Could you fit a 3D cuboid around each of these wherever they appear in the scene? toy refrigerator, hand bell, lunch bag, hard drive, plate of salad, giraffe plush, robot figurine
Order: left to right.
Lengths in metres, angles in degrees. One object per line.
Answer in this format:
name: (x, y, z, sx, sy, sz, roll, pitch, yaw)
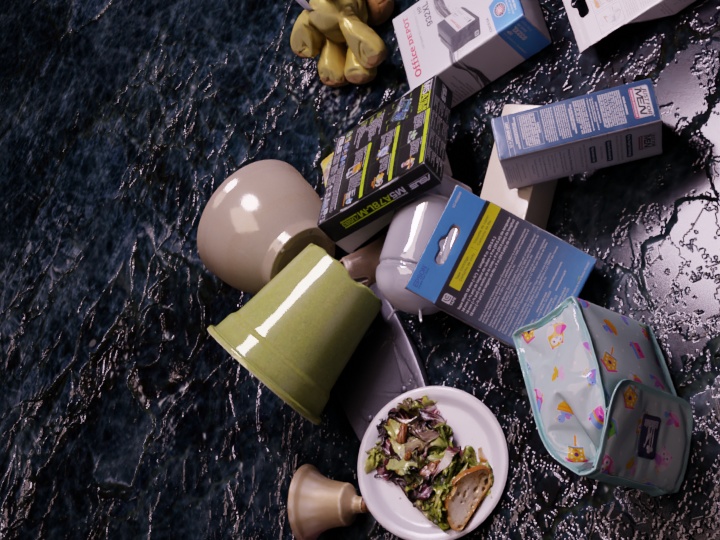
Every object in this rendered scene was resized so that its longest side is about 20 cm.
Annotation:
giraffe plush: (-0.016, -0.410, 1.855, 0.171, 0.201, 0.163, -2, 41, 44)
hand bell: (0.015, 0.307, 1.561, 0.198, 0.104, 0.105, -5, 68, 26)
hard drive: (0.022, 0.130, 1.644, 0.135, 0.042, 0.201, -42, 49, 20)
robot figurine: (0.087, -0.027, 1.593, 0.169, 0.112, 0.202, -8, 62, 64)
plate of salad: (0.087, 0.241, 1.502, 0.198, 0.048, 0.202, -7, 68, 17)
toy refrigerator: (0.212, -0.111, 1.569, 0.075, 0.070, 0.202, 7, 77, 36)
lunch bag: (0.277, 0.148, 1.324, 0.122, 0.169, 0.202, -38, 51, 32)

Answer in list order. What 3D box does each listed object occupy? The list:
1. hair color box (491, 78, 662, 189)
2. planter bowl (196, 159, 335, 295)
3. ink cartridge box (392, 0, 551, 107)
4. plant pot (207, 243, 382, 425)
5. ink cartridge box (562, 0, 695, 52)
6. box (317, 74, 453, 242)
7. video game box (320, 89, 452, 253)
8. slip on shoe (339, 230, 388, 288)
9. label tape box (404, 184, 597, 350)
hair color box: (0.268, -0.166, 1.468, 0.198, 0.100, 0.061, -13, 70, 10)
planter bowl: (-0.120, -0.043, 1.744, 0.134, 0.200, 0.201, 38, 97, 38)
ink cartridge box: (0.156, -0.343, 1.707, 0.199, 0.083, 0.146, -31, 54, 28)
plant pot: (-0.074, 0.073, 1.611, 0.185, 0.200, 0.200, -50, 46, -4)
ink cartridge box: (0.364, -0.393, 1.578, 0.199, 0.050, 0.162, -33, 53, 31)
box: (0.035, -0.154, 1.635, 0.192, 0.048, 0.201, -27, 34, 30)
video game box: (0.033, -0.148, 1.731, 0.199, 0.047, 0.183, -36, 41, 24)
slip on shoe: (0.000, 0.000, 1.707, 0.199, 0.060, 0.077, -35, 52, 25)
label tape box: (0.169, 0.004, 1.471, 0.145, 0.199, 0.063, -62, 5, 0)
